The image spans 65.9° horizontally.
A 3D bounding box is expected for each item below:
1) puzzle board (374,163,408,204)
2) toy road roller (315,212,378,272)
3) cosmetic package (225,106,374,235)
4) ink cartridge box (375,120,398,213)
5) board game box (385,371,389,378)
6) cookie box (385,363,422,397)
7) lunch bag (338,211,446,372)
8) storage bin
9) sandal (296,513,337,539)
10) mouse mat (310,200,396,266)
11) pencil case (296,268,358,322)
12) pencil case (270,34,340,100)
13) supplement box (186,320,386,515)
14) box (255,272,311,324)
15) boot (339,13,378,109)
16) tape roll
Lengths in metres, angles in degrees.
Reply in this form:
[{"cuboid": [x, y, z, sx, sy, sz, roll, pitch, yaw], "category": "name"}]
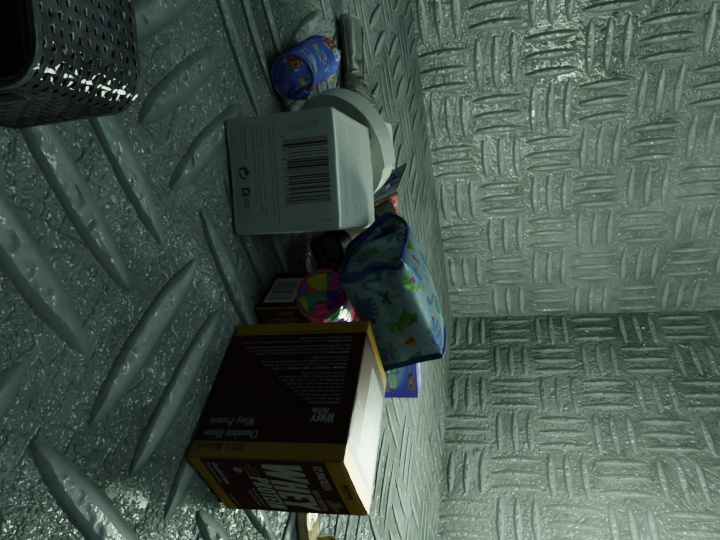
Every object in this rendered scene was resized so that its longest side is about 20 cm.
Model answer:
[{"cuboid": [-0.003, -0.149, 1.100, 0.018, 0.198, 0.151, 59, 25, -22], "category": "puzzle board"}, {"cuboid": [0.000, 0.000, 1.032, 0.201, 0.146, 0.123, 50, 49, 5], "category": "toy road roller"}, {"cuboid": [-0.082, -0.142, 0.850, 0.200, 0.162, 0.168, -17, 104, -74], "category": "cosmetic package"}, {"cuboid": [0.001, -0.216, 1.215, 0.084, 0.142, 0.203, -44, 130, -72], "category": "ink cartridge box"}, {"cuboid": [0.004, 0.211, 0.994, 0.127, 0.034, 0.202, -71, -173, -62], "category": "board game box"}, {"cuboid": [0.015, 0.156, 1.096, 0.075, 0.197, 0.174, -45, 131, -71], "category": "cookie box"}, {"cuboid": [0.055, 0.022, 0.847, 0.201, 0.126, 0.172, -68, 139, -59], "category": "lunch bag"}, {"cuboid": [-0.230, -0.203, 0.351, 0.094, 0.133, 0.203, -24, 110, -74], "category": "storage bin"}, {"cuboid": [-0.061, 0.505, 0.991, 0.078, 0.069, 0.215, -56, 141, -66], "category": "sandal"}, {"cuboid": [0.008, -0.032, 1.138, 0.008, 0.198, 0.163, 21, -43, 63], "category": "mouse mat"}, {"cuboid": [-0.032, 0.073, 0.883, 0.200, 0.087, 0.090, 56, 35, -58], "category": "pencil case"}, {"cuboid": [-0.094, -0.368, 1.006, 0.087, 0.077, 0.201, 56, 28, -20], "category": "pencil case"}, {"cuboid": [-0.082, 0.188, 0.727, 0.202, 0.194, 0.134, -78, 159, -45], "category": "supplement box"}, {"cuboid": [-0.101, 0.115, 0.912, 0.101, 0.074, 0.202, -70, 155, -55], "category": "box"}, {"cuboid": [-0.008, -0.519, 1.410, 0.182, 0.071, 0.203, 9, 72, -77], "category": "boot"}, {"cuboid": [-0.031, -0.221, 0.994, 0.037, 0.201, 0.205, -41, 132, -39], "category": "tape roll"}]
